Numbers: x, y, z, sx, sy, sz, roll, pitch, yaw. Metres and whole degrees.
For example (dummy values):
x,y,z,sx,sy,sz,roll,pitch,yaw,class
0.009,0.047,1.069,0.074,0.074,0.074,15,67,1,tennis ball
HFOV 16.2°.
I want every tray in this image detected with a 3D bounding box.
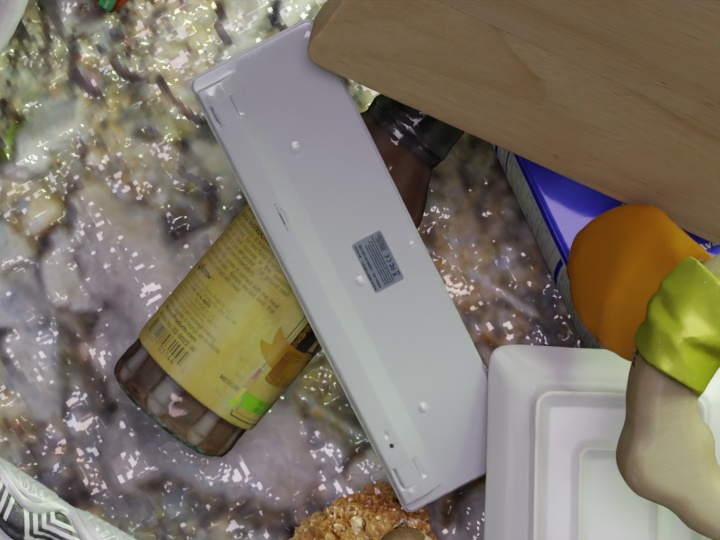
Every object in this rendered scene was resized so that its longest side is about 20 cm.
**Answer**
x,y,z,sx,sy,sz,roll,pitch,yaw,class
0.101,0.130,1.010,0.106,0.022,0.202,2,82,0,tray

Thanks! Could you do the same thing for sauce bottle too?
x,y,z,sx,sy,sz,roll,pitch,yaw,class
-0.018,-0.014,1.052,0.065,0.065,0.200,42,98,6,sauce bottle

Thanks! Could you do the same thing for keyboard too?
x,y,z,sx,sy,sz,roll,pitch,yaw,class
0.000,0.000,1.022,0.056,0.011,0.201,-28,102,-6,keyboard

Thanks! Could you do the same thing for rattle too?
x,y,z,sx,sy,sz,roll,pitch,yaw,class
0.190,0.046,0.994,0.198,0.143,0.131,5,89,-12,rattle

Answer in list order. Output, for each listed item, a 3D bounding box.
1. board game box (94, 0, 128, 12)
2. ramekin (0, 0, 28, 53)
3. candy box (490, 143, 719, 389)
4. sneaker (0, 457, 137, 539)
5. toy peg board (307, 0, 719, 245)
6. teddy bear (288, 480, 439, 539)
x,y,z,sx,sy,sz,roll,pitch,yaw,class
-0.101,-0.216,1.074,0.103,0.200,0.019,38,35,7,board game box
-0.233,-0.157,1.042,0.199,0.098,0.202,-4,116,-9,ramekin
0.164,-0.023,1.088,0.168,0.077,0.201,-23,81,-6,candy box
-0.148,0.146,1.029,0.199,0.075,0.115,30,74,0,sneaker
0.113,-0.128,0.962,0.199,0.199,0.098,23,56,-14,toy peg board
0.044,0.177,1.039,0.144,0.067,0.201,-16,79,-11,teddy bear
